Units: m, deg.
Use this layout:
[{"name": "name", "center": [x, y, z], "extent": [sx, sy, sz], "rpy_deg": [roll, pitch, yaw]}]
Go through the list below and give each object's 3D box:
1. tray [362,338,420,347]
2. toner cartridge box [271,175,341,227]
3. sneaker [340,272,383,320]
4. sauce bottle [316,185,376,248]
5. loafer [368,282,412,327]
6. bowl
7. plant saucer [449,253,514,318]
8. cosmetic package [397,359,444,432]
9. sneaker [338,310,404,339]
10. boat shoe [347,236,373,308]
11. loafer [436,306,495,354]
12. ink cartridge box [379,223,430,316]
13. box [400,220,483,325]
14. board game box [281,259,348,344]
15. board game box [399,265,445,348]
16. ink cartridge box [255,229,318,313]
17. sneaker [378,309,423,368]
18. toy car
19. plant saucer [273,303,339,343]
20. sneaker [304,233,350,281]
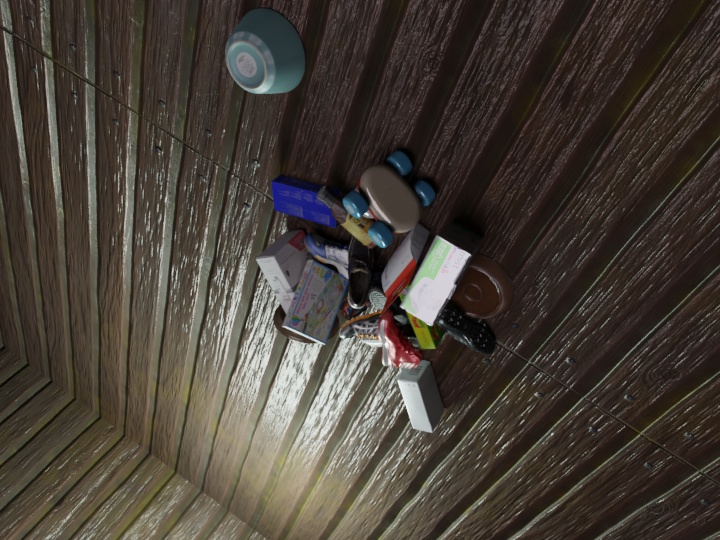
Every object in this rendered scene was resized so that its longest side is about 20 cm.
[{"name": "tray", "center": [0.113, 0.207, 1.808], "extent": [0.199, 0.107, 0.022], "rpy_deg": [-4, 85, 36]}, {"name": "toner cartridge box", "center": [-0.144, -0.188, 1.712], "extent": [0.198, 0.043, 0.096], "rpy_deg": [18, 132, 22]}, {"name": "sneaker", "center": [0.017, 0.063, 1.777], "extent": [0.076, 0.078, 0.200], "rpy_deg": [54, 133, 7]}, {"name": "sauce bottle", "center": [-0.028, -0.139, 1.627], "extent": [0.200, 0.066, 0.066], "rpy_deg": [39, 138, -21]}, {"name": "loafer", "center": [0.097, 0.083, 1.707], "extent": [0.073, 0.072, 0.200], "rpy_deg": [-9, 142, 43]}, {"name": "bowl", "center": [-0.239, -0.500, 1.491], "extent": [0.199, 0.105, 0.202], "rpy_deg": [17, 131, 21]}, {"name": "plant saucer", "center": [0.290, 0.049, 1.612], "extent": [0.199, 0.035, 0.202], "rpy_deg": [17, 131, 21]}, {"name": "cosmetic package", "center": [0.183, 0.374, 1.889], "extent": [0.073, 0.102, 0.201], "rpy_deg": [3, 123, 33]}, {"name": "sneaker", "center": [0.033, 0.161, 1.783], "extent": [0.198, 0.078, 0.078], "rpy_deg": [-20, 75, 15]}, {"name": "boat shoe", "center": [0.000, 0.000, 1.678], "extent": [0.071, 0.202, 0.065], "rpy_deg": [6, 176, -6]}, {"name": "loafer", "center": [0.274, 0.156, 1.673], "extent": [0.200, 0.068, 0.070], "rpy_deg": [34, 169, -19]}, {"name": "ink cartridge box", "center": [0.096, -0.004, 1.581], "extent": [0.057, 0.200, 0.163], "rpy_deg": [35, 135, -2]}, {"name": "box", "center": [0.196, 0.004, 1.496], "extent": [0.096, 0.176, 0.201], "rpy_deg": [30, 114, 11]}, {"name": "board game box", "center": [-0.123, 0.089, 1.776], "extent": [0.134, 0.202, 0.034], "rpy_deg": [29, 165, -29]}, {"name": "board game box", "center": [0.168, 0.098, 1.682], "extent": [0.047, 0.102, 0.201], "rpy_deg": [-5, 120, 37]}, {"name": "ink cartridge box", "center": [-0.189, 0.006, 1.818], "extent": [0.082, 0.147, 0.201], "rpy_deg": [-4, 121, 41]}, {"name": "sneaker", "center": [0.115, 0.186, 1.697], "extent": [0.114, 0.079, 0.201], "rpy_deg": [9, 137, 18]}, {"name": "toy car", "center": [0.048, -0.164, 1.548], "extent": [0.177, 0.184, 0.200], "rpy_deg": [49, 164, -10]}, {"name": "plant saucer", "center": [-0.158, 0.139, 1.866], "extent": [0.199, 0.200, 0.030], "rpy_deg": [24, 126, 16]}, {"name": "sneaker", "center": [-0.060, -0.054, 1.749], "extent": [0.199, 0.075, 0.088], "rpy_deg": [34, 128, -6]}]
